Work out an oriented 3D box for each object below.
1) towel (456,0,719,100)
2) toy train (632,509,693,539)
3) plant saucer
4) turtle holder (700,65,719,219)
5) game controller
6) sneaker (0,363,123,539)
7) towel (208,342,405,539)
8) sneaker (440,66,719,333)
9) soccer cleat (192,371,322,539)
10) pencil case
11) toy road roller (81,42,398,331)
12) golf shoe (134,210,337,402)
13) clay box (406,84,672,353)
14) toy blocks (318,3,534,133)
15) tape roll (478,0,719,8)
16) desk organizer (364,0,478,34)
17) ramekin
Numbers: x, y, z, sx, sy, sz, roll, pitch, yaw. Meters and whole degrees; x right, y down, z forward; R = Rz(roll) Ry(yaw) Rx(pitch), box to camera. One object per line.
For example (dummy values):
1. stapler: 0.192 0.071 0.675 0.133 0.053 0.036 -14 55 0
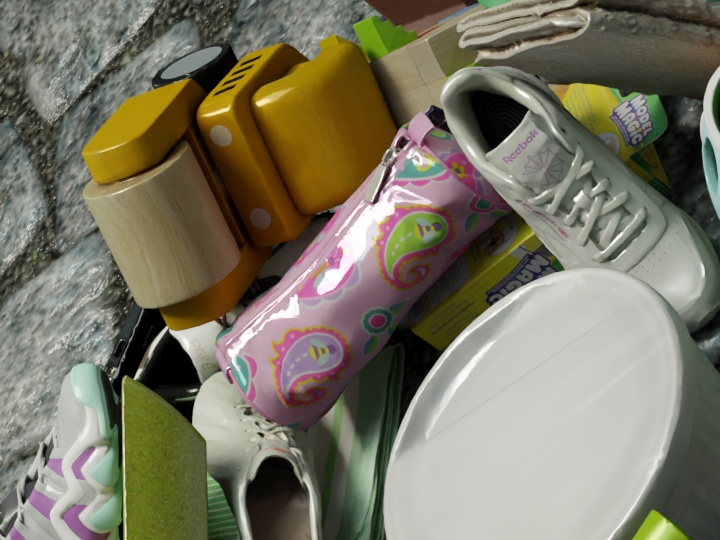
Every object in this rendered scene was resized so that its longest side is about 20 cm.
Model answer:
1. towel: 0.164 -0.120 1.310 0.132 0.199 0.035 -6 80 62
2. toy train: 0.116 0.159 1.135 0.116 0.200 0.085 -48 35 -1
3. plant saucer: -0.111 0.185 1.405 0.200 0.048 0.201 99 169 -67
4. turtle holder: 0.237 -0.040 1.219 0.141 0.132 0.186 -18 48 39
5. game controller: -0.160 0.097 1.604 0.104 0.042 0.201 103 -172 -70
6. sneaker: -0.213 0.153 1.487 0.078 0.139 0.201 -96 6 -70
7. towel: -0.059 0.137 1.508 0.200 0.023 0.153 -24 44 36
8. sneaker: 0.115 -0.038 1.336 0.200 0.100 0.075 44 101 17
9. soccer cleat: -0.055 0.119 1.424 0.069 0.078 0.200 -9 43 -11
10. pencil case: 0.000 0.000 1.426 0.200 0.087 0.088 -49 35 15
11. toy road roller: -0.064 -0.067 1.471 0.145 0.123 0.200 -15 22 28
12. golf shoe: -0.064 0.034 1.530 0.200 0.078 0.094 -36 -1 34
13. clay box: 0.107 -0.049 1.452 0.200 0.048 0.115 -38 38 21
14. toy blocks: 0.069 -0.136 1.521 0.136 0.100 0.200 -30 7 -26
15. tape roll: 0.163 -0.192 1.400 0.199 0.048 0.201 -7 17 2
16. desk organizer: 0.055 -0.265 1.672 0.072 0.077 0.201 -14 50 42
17. ramekin: 0.115 0.106 1.270 0.202 0.094 0.203 -30 42 31
